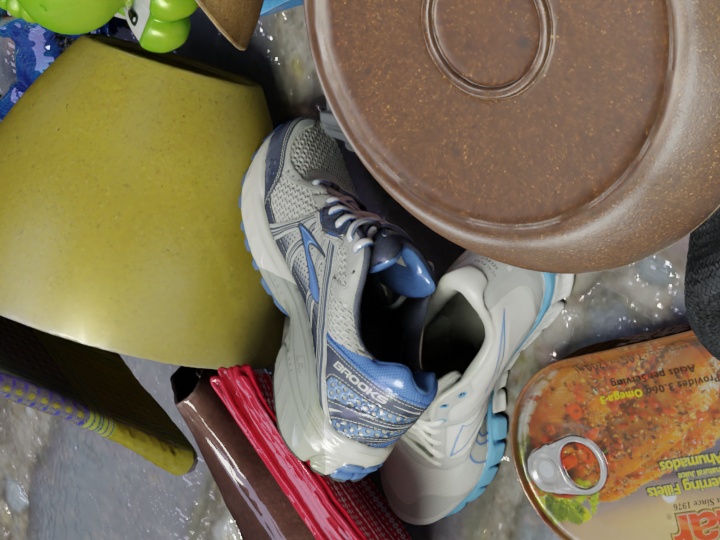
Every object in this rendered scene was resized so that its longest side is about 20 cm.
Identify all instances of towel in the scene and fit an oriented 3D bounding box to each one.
[{"bbox_3d":[-0.013,0.112,0.983,0.022,0.200,0.145,-35,81,4],"label":"towel"},{"bbox_3d":[-0.183,0.045,1.009,0.023,0.200,0.144,-53,44,8],"label":"towel"}]

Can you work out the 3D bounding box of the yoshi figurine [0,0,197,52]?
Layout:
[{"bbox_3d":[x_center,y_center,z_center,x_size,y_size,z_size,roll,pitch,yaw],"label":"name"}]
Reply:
[{"bbox_3d":[-0.154,-0.188,0.976,0.200,0.112,0.113,56,175,39],"label":"yoshi figurine"}]

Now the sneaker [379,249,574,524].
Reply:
[{"bbox_3d":[0.038,0.061,0.970,0.075,0.087,0.201,33,128,23],"label":"sneaker"}]

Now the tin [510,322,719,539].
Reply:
[{"bbox_3d":[0.161,0.083,0.907,0.199,0.042,0.113,-16,93,43],"label":"tin"}]

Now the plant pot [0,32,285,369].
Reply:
[{"bbox_3d":[-0.119,-0.046,1.010,0.199,0.200,0.143,23,100,32],"label":"plant pot"}]

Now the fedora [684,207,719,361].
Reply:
[{"bbox_3d":[0.188,-0.006,0.746,0.200,0.092,0.201,25,160,10],"label":"fedora"}]

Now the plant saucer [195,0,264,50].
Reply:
[{"bbox_3d":[-0.093,-0.197,0.859,0.035,0.200,0.201,-31,86,6],"label":"plant saucer"}]

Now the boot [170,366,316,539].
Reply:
[{"bbox_3d":[-0.051,0.137,1.004,0.072,0.200,0.167,-36,105,4],"label":"boot"}]

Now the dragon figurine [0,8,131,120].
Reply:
[{"bbox_3d":[-0.178,-0.108,1.102,0.099,0.059,0.201,34,125,26],"label":"dragon figurine"}]

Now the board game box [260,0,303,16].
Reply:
[{"bbox_3d":[-0.010,-0.249,0.904,0.199,0.056,0.197,-19,94,43],"label":"board game box"}]

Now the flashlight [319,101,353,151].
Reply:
[{"bbox_3d":[0.075,-0.073,0.897,0.199,0.068,0.068,15,106,36],"label":"flashlight"}]

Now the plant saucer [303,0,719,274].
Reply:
[{"bbox_3d":[0.052,-0.091,0.661,0.199,0.034,0.202,14,114,32],"label":"plant saucer"}]

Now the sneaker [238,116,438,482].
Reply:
[{"bbox_3d":[0.000,0.000,0.921,0.085,0.077,0.201,-38,51,36],"label":"sneaker"}]
